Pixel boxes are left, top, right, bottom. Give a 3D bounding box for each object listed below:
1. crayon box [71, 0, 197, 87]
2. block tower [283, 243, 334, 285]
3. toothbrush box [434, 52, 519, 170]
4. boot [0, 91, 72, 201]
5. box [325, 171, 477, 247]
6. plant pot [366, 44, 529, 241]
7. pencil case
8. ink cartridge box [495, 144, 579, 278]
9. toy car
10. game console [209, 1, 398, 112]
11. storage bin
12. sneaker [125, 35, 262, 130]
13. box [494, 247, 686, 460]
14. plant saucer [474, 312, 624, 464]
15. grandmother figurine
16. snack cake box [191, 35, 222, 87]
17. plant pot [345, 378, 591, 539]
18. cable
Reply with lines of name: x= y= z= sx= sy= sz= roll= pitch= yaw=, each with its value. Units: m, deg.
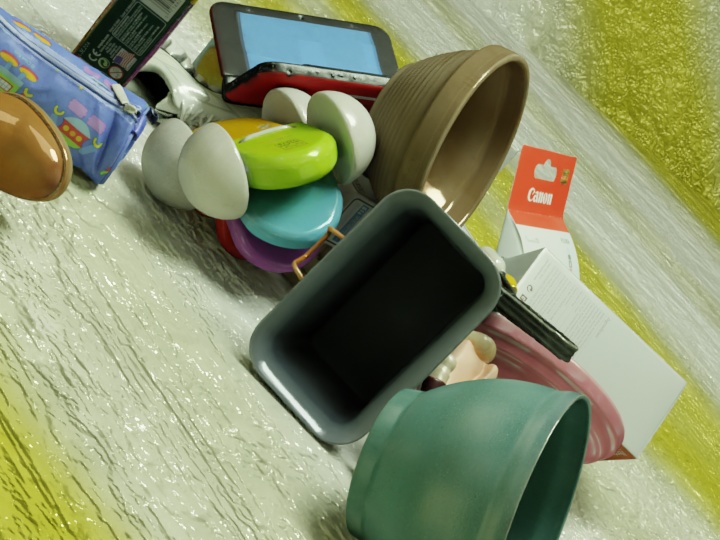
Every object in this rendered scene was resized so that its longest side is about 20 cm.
crayon box: x=-0.183 y=-0.253 z=1.565 sx=0.058 sy=0.200 sz=0.173 roll=38 pitch=37 yaw=-13
block tower: x=0.000 y=0.000 z=1.685 sx=0.058 sy=0.054 sz=0.200 roll=49 pitch=19 yaw=17
toothbrush box: x=0.058 y=-0.108 z=1.821 sx=0.086 sy=0.200 sz=0.146 roll=33 pitch=19 yaw=-24
boot: x=-0.315 y=-0.108 z=1.234 sx=0.199 sy=0.074 sz=0.155 roll=33 pitch=15 yaw=10
box: x=0.026 y=-0.049 z=1.665 sx=0.200 sy=0.060 sz=0.117 roll=26 pitch=24 yaw=-41
plant pot: x=0.063 y=-0.122 z=1.556 sx=0.092 sy=0.202 sz=0.201 roll=28 pitch=13 yaw=19
pencil case: x=-0.265 y=-0.156 z=1.427 sx=0.200 sy=0.087 sz=0.078 roll=37 pitch=43 yaw=-16
ink cartridge box: x=0.192 y=-0.022 z=1.813 sx=0.057 sy=0.201 sz=0.162 roll=22 pitch=8 yaw=26
toy car: x=-0.084 y=-0.073 z=1.520 sx=0.174 sy=0.151 sz=0.200 roll=-19 pitch=16 yaw=-26
game console: x=-0.030 y=-0.213 z=1.669 sx=0.199 sy=0.119 sz=0.172 roll=5 pitch=-9 yaw=-24
storage bin: x=0.014 y=0.031 z=1.437 sx=0.146 sy=0.200 sz=0.134 roll=46 pitch=7 yaw=7
sneaker: x=-0.157 y=-0.154 z=1.692 sx=0.199 sy=0.075 sz=0.081 roll=34 pitch=25 yaw=0
box: x=0.195 y=0.085 z=1.676 sx=0.200 sy=0.098 sz=0.124 roll=42 pitch=-20 yaw=-12
plant saucer: x=0.151 y=0.118 z=1.607 sx=0.200 sy=0.051 sz=0.201 roll=33 pitch=-20 yaw=14
grandmother figurine: x=0.058 y=0.122 z=1.434 sx=0.060 sy=0.122 sz=0.200 roll=17 pitch=35 yaw=17
snack cake box: x=-0.085 y=-0.153 z=1.758 sx=0.200 sy=0.115 sz=0.067 roll=45 pitch=18 yaw=9
plant pot: x=0.072 y=0.164 z=1.275 sx=0.134 sy=0.201 sz=0.200 roll=20 pitch=11 yaw=18
cable: x=0.127 y=0.013 z=1.514 sx=0.097 sy=0.050 sz=0.200 roll=43 pitch=-4 yaw=-29
